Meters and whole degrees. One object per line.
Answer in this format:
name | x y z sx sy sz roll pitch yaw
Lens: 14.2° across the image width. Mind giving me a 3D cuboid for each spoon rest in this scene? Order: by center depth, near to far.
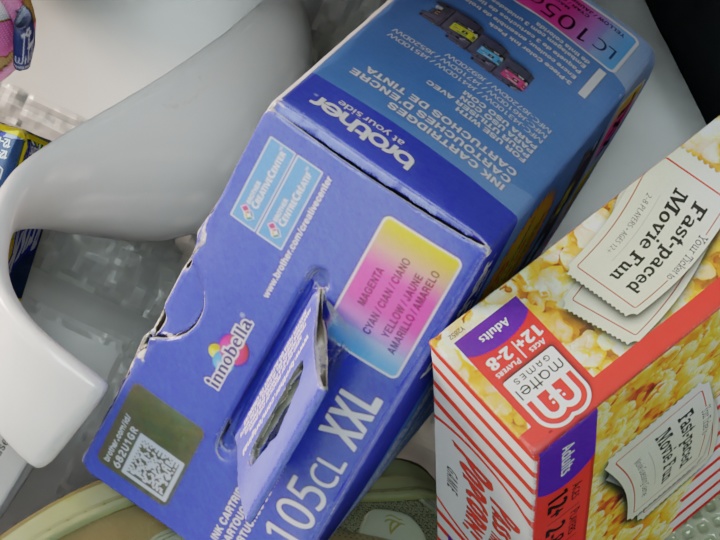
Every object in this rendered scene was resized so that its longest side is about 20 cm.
spoon rest | -0.069 -0.025 0.873 0.060 0.200 0.099 37 127 -5

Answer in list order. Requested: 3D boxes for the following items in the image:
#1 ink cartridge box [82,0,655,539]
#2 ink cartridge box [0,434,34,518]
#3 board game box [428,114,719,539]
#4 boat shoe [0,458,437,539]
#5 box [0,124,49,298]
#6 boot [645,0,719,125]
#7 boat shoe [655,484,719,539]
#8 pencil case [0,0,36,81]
ink cartridge box | 0.000 0.000 0.837 0.076 0.200 0.137 34 121 7
ink cartridge box | -0.206 0.041 0.871 0.199 0.088 0.145 35 133 -5
board game box | 0.108 0.008 0.836 0.200 0.152 0.046 -38 68 -15
boat shoe | -0.037 0.103 0.860 0.063 0.200 0.073 47 122 33
box | -0.201 -0.040 0.930 0.199 0.070 0.065 17 90 5
boot | 0.090 -0.100 0.918 0.199 0.076 0.169 -24 80 -4
boat shoe | 0.120 0.103 0.910 0.074 0.062 0.201 21 72 10
pencil case | -0.138 -0.149 0.854 0.086 0.083 0.201 -14 64 16
